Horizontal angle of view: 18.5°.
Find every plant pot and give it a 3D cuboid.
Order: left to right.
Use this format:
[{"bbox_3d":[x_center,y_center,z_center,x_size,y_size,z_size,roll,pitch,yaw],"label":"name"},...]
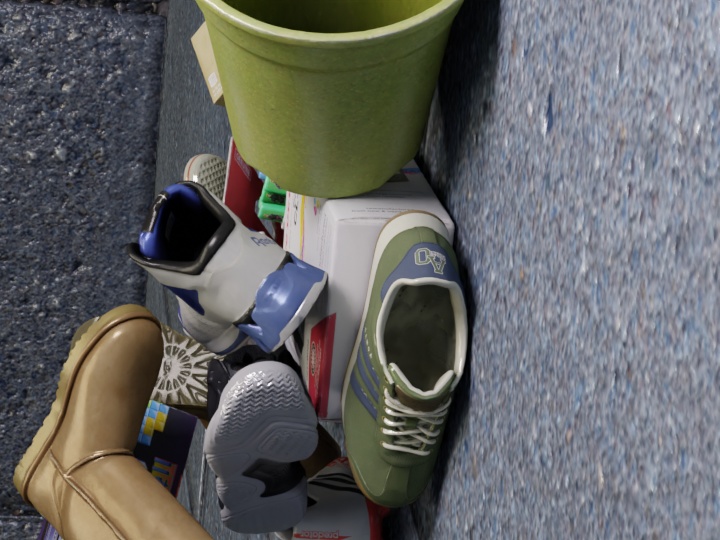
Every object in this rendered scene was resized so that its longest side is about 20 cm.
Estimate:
[{"bbox_3d":[-0.020,-0.154,1.411,0.185,0.199,0.201,92,174,-52],"label":"plant pot"}]

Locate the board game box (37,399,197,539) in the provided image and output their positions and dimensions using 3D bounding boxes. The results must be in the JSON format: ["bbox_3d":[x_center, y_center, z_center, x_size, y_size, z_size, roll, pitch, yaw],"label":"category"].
[{"bbox_3d":[-0.193,0.201,1.643,0.200,0.056,0.166,-40,32,60],"label":"board game box"}]

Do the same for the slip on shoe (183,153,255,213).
[{"bbox_3d":[-0.116,-0.022,1.828,0.200,0.061,0.075,69,-152,-54],"label":"slip on shoe"}]

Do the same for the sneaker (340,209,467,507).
[{"bbox_3d":[0.028,0.070,1.399,0.090,0.067,0.202,-110,24,-68],"label":"sneaker"}]

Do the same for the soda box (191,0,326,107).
[{"bbox_3d":[-0.032,-0.197,1.535,0.200,0.064,0.068,-47,48,32],"label":"soda box"}]

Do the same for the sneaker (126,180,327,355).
[{"bbox_3d":[-0.098,-0.008,1.470,0.081,0.115,0.199,-53,12,-12],"label":"sneaker"}]

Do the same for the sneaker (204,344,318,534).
[{"bbox_3d":[-0.073,0.090,1.502,0.201,0.075,0.114,94,168,-57],"label":"sneaker"}]

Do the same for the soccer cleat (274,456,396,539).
[{"bbox_3d":[-0.028,0.179,1.652,0.200,0.084,0.069,-158,70,-79],"label":"soccer cleat"}]

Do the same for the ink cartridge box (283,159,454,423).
[{"bbox_3d":[0.000,0.000,1.527,0.200,0.085,0.149,-119,32,-67],"label":"ink cartridge box"}]

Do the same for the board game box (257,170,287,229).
[{"bbox_3d":[-0.050,-0.148,1.702,0.200,0.026,0.202,-102,23,-77],"label":"board game box"}]

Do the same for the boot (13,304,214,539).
[{"bbox_3d":[-0.138,0.147,1.481,0.200,0.066,0.176,44,115,39],"label":"boot"}]

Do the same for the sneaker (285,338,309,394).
[{"bbox_3d":[-0.026,0.000,1.696,0.115,0.075,0.202,-149,58,-75],"label":"sneaker"}]

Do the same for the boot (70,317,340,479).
[{"bbox_3d":[-0.118,0.108,1.718,0.200,0.174,0.067,61,-133,-66],"label":"boot"}]

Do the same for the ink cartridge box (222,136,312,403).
[{"bbox_3d":[-0.069,0.014,1.806,0.200,0.044,0.177,57,-143,-61],"label":"ink cartridge box"}]
